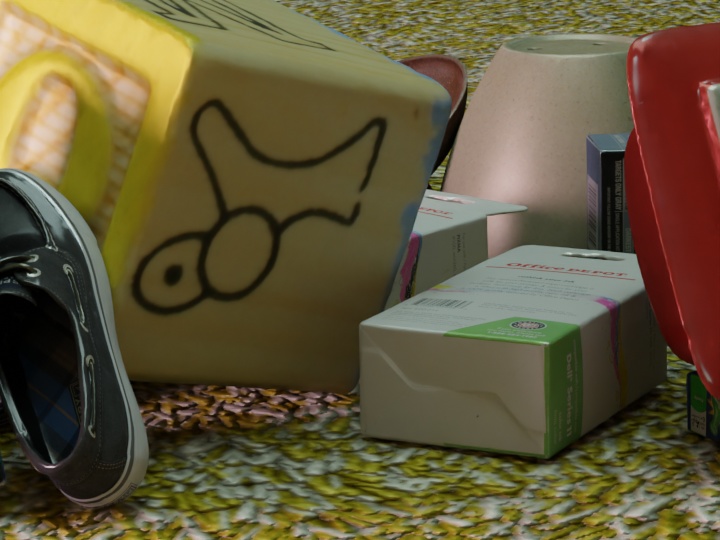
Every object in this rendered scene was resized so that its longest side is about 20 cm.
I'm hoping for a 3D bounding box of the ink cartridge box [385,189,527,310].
[{"bbox_3d":[0.000,0.000,1.747,0.200,0.068,0.116,-15,19,-41],"label":"ink cartridge box"}]

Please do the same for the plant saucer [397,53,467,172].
[{"bbox_3d":[-0.002,-0.079,1.996,0.200,0.037,0.200,-29,24,14],"label":"plant saucer"}]

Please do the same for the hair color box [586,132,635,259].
[{"bbox_3d":[0.248,-0.038,1.811,0.200,0.099,0.061,-3,13,-4],"label":"hair color box"}]

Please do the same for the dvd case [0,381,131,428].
[{"bbox_3d":[-0.255,0.062,1.620,0.200,0.016,0.149,10,19,39],"label":"dvd case"}]

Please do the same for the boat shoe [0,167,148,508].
[{"bbox_3d":[-0.166,0.027,1.419,0.070,0.200,0.066,-26,-27,15],"label":"boat shoe"}]

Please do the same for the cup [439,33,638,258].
[{"bbox_3d":[0.147,-0.085,1.926,0.200,0.143,0.200,-2,14,0],"label":"cup"}]

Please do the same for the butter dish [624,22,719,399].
[{"bbox_3d":[0.215,-0.025,1.506,0.200,0.200,0.148,-9,-10,-27],"label":"butter dish"}]

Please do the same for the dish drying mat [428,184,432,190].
[{"bbox_3d":[0.010,-0.055,2.054,0.077,0.018,0.200,-22,16,-1],"label":"dish drying mat"}]

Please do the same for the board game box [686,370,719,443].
[{"bbox_3d":[0.293,0.068,1.493,0.200,0.034,0.135,-9,15,-27],"label":"board game box"}]

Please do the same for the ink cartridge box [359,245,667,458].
[{"bbox_3d":[0.096,0.041,1.560,0.117,0.067,0.200,5,16,29],"label":"ink cartridge box"}]

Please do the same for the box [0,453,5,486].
[{"bbox_3d":[-0.255,0.007,1.422,0.107,0.200,0.148,-12,18,-11],"label":"box"}]

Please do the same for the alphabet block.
[{"bbox_3d":[-0.103,-0.055,1.566,0.200,0.195,0.196,8,15,-45],"label":"alphabet block"}]
